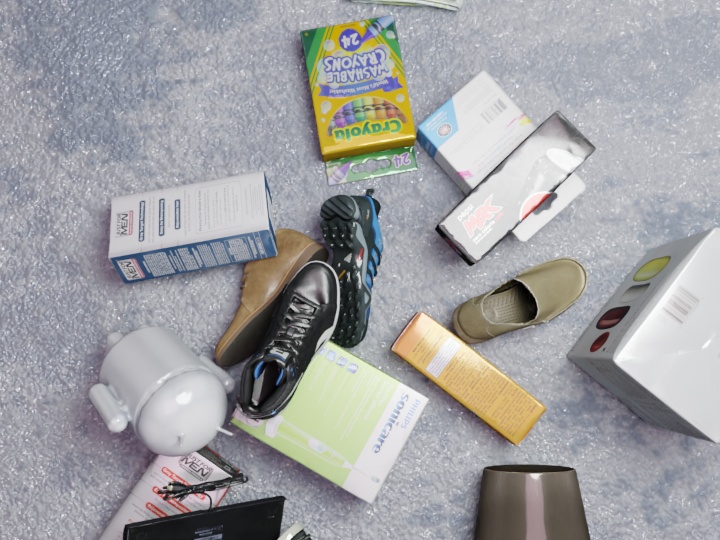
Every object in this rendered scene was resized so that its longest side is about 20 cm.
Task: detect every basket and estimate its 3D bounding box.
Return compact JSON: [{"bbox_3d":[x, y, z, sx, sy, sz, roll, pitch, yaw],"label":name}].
[{"bbox_3d":[0.209,0.341,0.958,0.180,0.136,0.201,0,82,5],"label":"basket"}]

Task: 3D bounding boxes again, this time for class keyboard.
[{"bbox_3d":[-0.184,0.297,0.954,0.200,0.021,0.127,-2,112,-31],"label":"keyboard"}]

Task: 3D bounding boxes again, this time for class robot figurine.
[{"bbox_3d":[-0.236,0.144,0.953,0.200,0.169,0.113,37,129,37],"label":"robot figurine"}]

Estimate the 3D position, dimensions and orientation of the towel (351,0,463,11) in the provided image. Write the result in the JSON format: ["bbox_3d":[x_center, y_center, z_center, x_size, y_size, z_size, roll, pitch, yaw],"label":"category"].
[{"bbox_3d":[0.066,-0.453,1.065,0.171,0.048,0.201,4,85,0],"label":"towel"}]

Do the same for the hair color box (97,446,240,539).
[{"bbox_3d":[-0.249,0.311,0.993,0.101,0.061,0.200,35,87,2],"label":"hair color box"}]

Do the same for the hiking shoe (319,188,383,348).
[{"bbox_3d":[0.000,0.000,1.012,0.074,0.087,0.200,13,108,37],"label":"hiking shoe"}]

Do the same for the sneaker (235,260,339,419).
[{"bbox_3d":[-0.077,0.080,0.903,0.073,0.112,0.200,22,84,2],"label":"sneaker"}]

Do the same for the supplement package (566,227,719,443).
[{"bbox_3d":[0.381,0.076,0.943,0.147,0.200,0.191,39,86,4],"label":"supplement package"}]

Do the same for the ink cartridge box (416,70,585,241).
[{"bbox_3d":[0.180,-0.142,1.027,0.115,0.068,0.200,-41,86,-1],"label":"ink cartridge box"}]

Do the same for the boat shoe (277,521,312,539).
[{"bbox_3d":[-0.123,0.409,0.978,0.066,0.075,0.199,40,77,15],"label":"boat shoe"}]

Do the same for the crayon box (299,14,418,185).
[{"bbox_3d":[0.000,-0.223,1.044,0.125,0.052,0.200,-10,86,-1],"label":"crayon box"}]

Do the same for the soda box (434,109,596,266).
[{"bbox_3d":[0.185,-0.097,0.959,0.200,0.063,0.071,-44,87,-1],"label":"soda box"}]

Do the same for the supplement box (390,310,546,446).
[{"bbox_3d":[0.134,0.136,1.005,0.200,0.067,0.069,36,86,4],"label":"supplement box"}]

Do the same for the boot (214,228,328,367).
[{"bbox_3d":[-0.129,0.034,1.022,0.075,0.074,0.200,35,81,21],"label":"boot"}]

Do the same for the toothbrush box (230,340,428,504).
[{"bbox_3d":[-0.037,0.172,0.992,0.200,0.086,0.146,29,85,4],"label":"toothbrush box"}]

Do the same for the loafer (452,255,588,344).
[{"bbox_3d":[0.213,0.038,0.997,0.200,0.067,0.076,-25,86,-19],"label":"loafer"}]

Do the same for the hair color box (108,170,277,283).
[{"bbox_3d":[-0.211,-0.055,1.005,0.200,0.061,0.100,-10,54,0],"label":"hair color box"}]
